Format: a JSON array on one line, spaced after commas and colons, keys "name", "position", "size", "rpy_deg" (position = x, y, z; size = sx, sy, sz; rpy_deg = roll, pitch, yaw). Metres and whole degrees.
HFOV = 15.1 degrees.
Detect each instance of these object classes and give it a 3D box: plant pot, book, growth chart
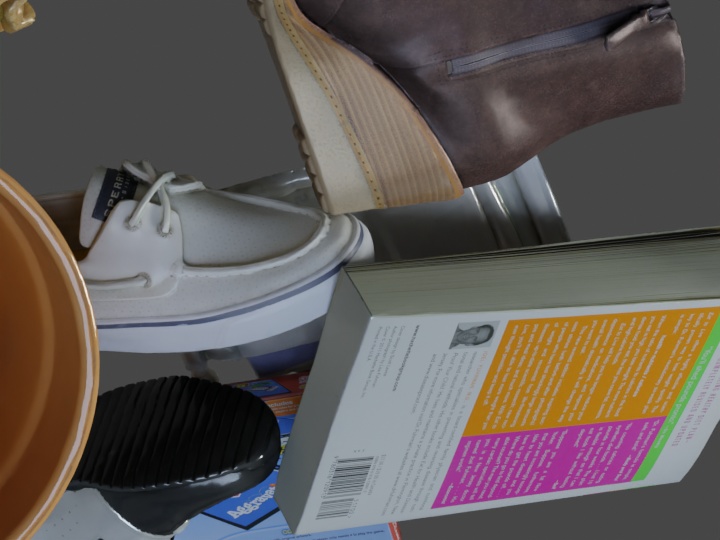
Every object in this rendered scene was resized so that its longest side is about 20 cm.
[{"name": "plant pot", "position": [-0.215, 0.024, 1.064], "size": [0.200, 0.140, 0.200], "rpy_deg": [-6, 108, -18]}, {"name": "book", "position": [0.072, 0.052, 1.183], "size": [0.200, 0.048, 0.134], "rpy_deg": [-5, 133, -27]}, {"name": "growth chart", "position": [0.000, 0.000, 1.207], "size": [0.200, 0.018, 0.145], "rpy_deg": [-10, 125, 6]}]

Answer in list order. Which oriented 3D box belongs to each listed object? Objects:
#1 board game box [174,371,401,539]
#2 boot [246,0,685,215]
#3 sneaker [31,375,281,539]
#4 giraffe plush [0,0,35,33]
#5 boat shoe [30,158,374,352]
[{"name": "board game box", "position": [-0.090, 0.103, 1.263], "size": [0.200, 0.019, 0.103], "rpy_deg": [-9, 126, 12]}, {"name": "boot", "position": [0.037, -0.128, 1.106], "size": [0.166, 0.072, 0.200], "rpy_deg": [-21, 118, -5]}, {"name": "sneaker", "position": [-0.112, 0.108, 1.216], "size": [0.200, 0.074, 0.089], "rpy_deg": [-14, 123, 27]}, {"name": "giraffe plush", "position": [-0.173, -0.153, 1.002], "size": [0.173, 0.200, 0.162], "rpy_deg": [-27, 148, 11]}, {"name": "boat shoe", "position": [-0.096, -0.012, 1.151], "size": [0.200, 0.071, 0.070], "rpy_deg": [-4, 127, 17]}]
